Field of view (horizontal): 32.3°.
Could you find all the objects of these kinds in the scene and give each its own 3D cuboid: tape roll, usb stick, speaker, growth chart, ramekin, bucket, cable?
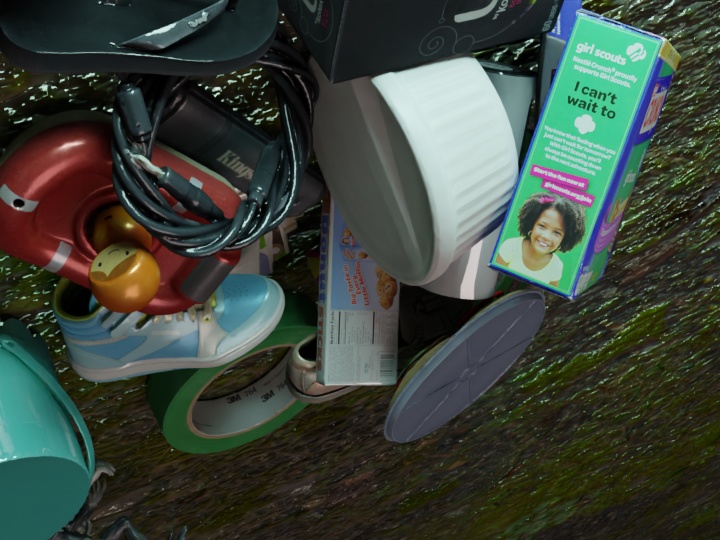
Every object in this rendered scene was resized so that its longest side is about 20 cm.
[{"bbox_3d":[-0.119,0.106,1.268,0.198,0.048,0.201,-24,149,-15],"label":"tape roll"},{"bbox_3d":[-0.098,-0.094,0.996,0.055,0.033,0.199,-41,144,14],"label":"usb stick"},{"bbox_3d":[0.097,-0.079,1.088,0.080,0.081,0.203,-4,111,-40],"label":"speaker"},{"bbox_3d":[-0.118,-0.020,1.116,0.143,0.018,0.201,-19,147,-23],"label":"growth chart"},{"bbox_3d":[0.042,-0.097,0.975,0.093,0.203,0.203,-25,150,-19],"label":"ramekin"},{"bbox_3d":[-0.331,0.154,1.048,0.205,0.136,0.208,-23,150,-14],"label":"bucket"},{"bbox_3d":[-0.094,-0.099,0.906,0.050,0.166,0.199,-7,-171,43],"label":"cable"}]

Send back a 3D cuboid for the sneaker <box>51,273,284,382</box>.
[{"bbox_3d":[-0.166,0.027,1.050,0.197,0.080,0.131,-16,147,-3],"label":"sneaker"}]

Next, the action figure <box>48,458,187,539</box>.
[{"bbox_3d":[-0.281,0.249,1.269,0.198,0.103,0.119,25,160,-13],"label":"action figure"}]

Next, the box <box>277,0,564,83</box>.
[{"bbox_3d":[0.049,-0.229,0.883,0.198,0.107,0.123,-17,146,-24],"label":"box"}]

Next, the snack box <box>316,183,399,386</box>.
[{"bbox_3d":[0.000,0.000,1.101,0.071,0.203,0.024,1,-178,-22],"label":"snack box"}]

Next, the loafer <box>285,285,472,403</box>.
[{"bbox_3d":[0.022,0.059,1.150,0.198,0.072,0.063,-26,153,-17],"label":"loafer"}]

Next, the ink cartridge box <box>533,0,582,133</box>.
[{"bbox_3d":[0.169,-0.190,1.067,0.037,0.096,0.201,2,148,8],"label":"ink cartridge box"}]

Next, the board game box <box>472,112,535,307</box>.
[{"bbox_3d":[0.137,-0.036,1.205,0.029,0.136,0.201,6,143,-16],"label":"board game box"}]

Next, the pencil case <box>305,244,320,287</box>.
[{"bbox_3d":[0.040,-0.035,1.181,0.199,0.089,0.088,-36,150,7],"label":"pencil case"}]

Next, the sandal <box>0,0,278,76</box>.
[{"bbox_3d":[-0.138,-0.166,0.825,0.198,0.077,0.043,-13,147,-31],"label":"sandal"}]

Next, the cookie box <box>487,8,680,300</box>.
[{"bbox_3d":[0.181,-0.091,0.982,0.171,0.074,0.203,-16,125,-71],"label":"cookie box"}]

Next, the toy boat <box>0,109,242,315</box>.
[{"bbox_3d":[-0.177,-0.022,0.913,0.199,0.131,0.131,27,117,-31],"label":"toy boat"}]

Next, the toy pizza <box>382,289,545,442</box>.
[{"bbox_3d":[0.093,0.085,1.165,0.199,0.032,0.201,-35,158,-17],"label":"toy pizza"}]
